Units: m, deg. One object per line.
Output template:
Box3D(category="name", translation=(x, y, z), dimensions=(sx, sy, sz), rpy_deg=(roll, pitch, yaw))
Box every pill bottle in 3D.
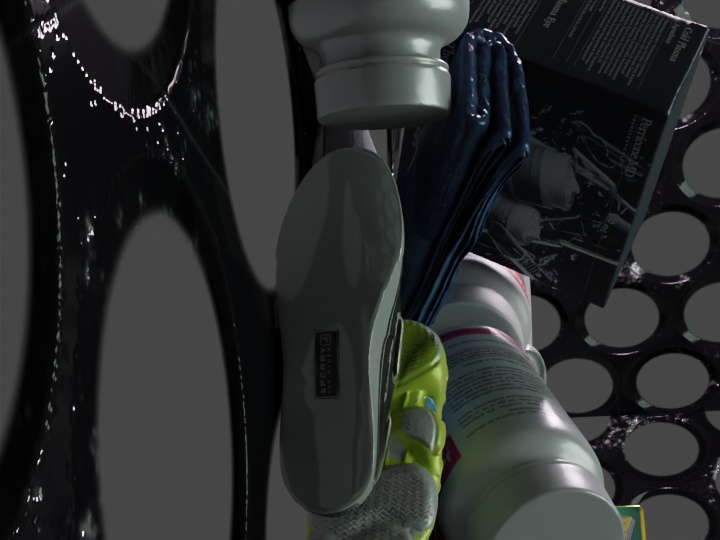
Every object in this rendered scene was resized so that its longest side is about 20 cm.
Box3D(category="pill bottle", translation=(0.094, 0.129, 0.956), dimensions=(0.200, 0.112, 0.115), rpy_deg=(-120, -160, -61))
Box3D(category="pill bottle", translation=(0.009, -0.192, 0.862), dimensions=(0.111, 0.110, 0.203), rpy_deg=(18, 69, -80))
Box3D(category="pill bottle", translation=(0.078, 0.026, 1.145), dimensions=(0.201, 0.112, 0.115), rpy_deg=(-88, 171, -66))

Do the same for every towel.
Box3D(category="towel", translation=(0.057, -0.051, 0.935), dimensions=(0.113, 0.048, 0.201), rpy_deg=(-86, -167, -45))

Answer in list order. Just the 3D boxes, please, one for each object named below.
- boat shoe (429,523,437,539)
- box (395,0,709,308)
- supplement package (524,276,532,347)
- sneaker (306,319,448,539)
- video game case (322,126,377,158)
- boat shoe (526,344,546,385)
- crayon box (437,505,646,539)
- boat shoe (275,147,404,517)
Box3D(category="boat shoe", translation=(0.018, 0.236, 0.876), dimensions=(0.076, 0.071, 0.203), rpy_deg=(71, 18, -58))
Box3D(category="box", translation=(0.131, -0.103, 1.042), dimensions=(0.201, 0.180, 0.105), rpy_deg=(97, 19, -48))
Box3D(category="supplement package", translation=(0.099, 0.073, 1.309), dimensions=(0.118, 0.115, 0.202), rpy_deg=(75, 15, -49))
Box3D(category="sneaker", translation=(0.017, 0.135, 0.879), dimensions=(0.106, 0.075, 0.202), rpy_deg=(86, 18, -54))
Box3D(category="video game case", translation=(0.000, 0.000, 1.010), dimensions=(0.183, 0.022, 0.203), rpy_deg=(63, 25, -69))
Box3D(category="boat shoe", translation=(0.111, 0.129, 1.126), dimensions=(0.070, 0.071, 0.202), rpy_deg=(42, 51, -12))
Box3D(category="crayon box", translation=(0.108, 0.253, 1.035), dimensions=(0.059, 0.197, 0.174), rpy_deg=(-80, 163, -55))
Box3D(category="boat shoe", translation=(-0.011, 0.035, 0.802), dimensions=(0.064, 0.070, 0.203), rpy_deg=(43, 52, -76))
